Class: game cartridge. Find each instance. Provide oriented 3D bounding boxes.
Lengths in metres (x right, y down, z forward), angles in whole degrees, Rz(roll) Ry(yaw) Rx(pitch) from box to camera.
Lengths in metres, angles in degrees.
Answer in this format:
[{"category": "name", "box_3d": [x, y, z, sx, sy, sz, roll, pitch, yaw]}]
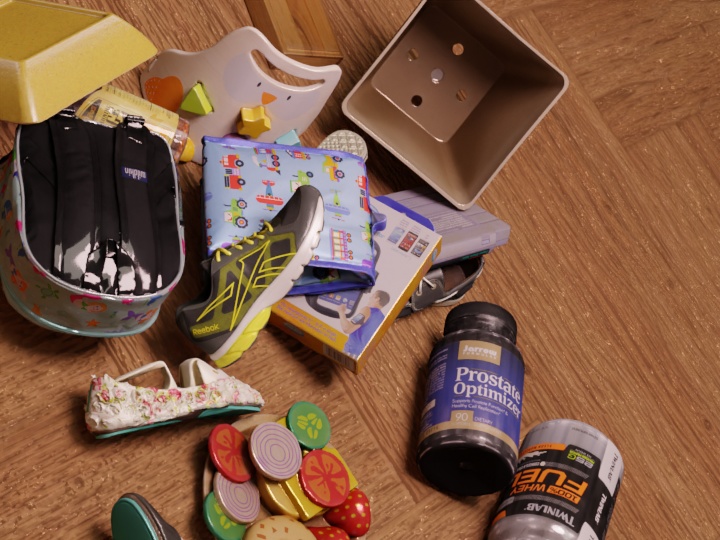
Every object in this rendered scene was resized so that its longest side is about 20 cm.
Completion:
[{"category": "game cartridge", "box_3d": [0.070, -0.049, 1.708, 0.199, 0.039, 0.129, -15, 43, -43]}]

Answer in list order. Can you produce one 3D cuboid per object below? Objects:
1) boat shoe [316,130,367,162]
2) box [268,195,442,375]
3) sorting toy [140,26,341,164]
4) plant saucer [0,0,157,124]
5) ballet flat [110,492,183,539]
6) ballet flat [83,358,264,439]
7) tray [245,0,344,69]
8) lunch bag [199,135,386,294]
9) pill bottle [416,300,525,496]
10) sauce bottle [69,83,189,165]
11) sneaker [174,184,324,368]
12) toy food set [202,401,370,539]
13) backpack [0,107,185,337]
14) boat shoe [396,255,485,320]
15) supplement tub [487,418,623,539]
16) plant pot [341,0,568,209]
[{"category": "boat shoe", "box_3d": [-0.064, -0.081, 1.641, 0.074, 0.063, 0.200, 35, 56, 15]}, {"category": "box", "box_3d": [0.000, 0.000, 1.572, 0.118, 0.042, 0.201, 28, 68, 15]}, {"category": "sorting toy", "box_3d": [-0.116, -0.190, 1.587, 0.198, 0.180, 0.108, 20, 50, -28]}, {"category": "plant saucer", "box_3d": [-0.334, -0.217, 1.425, 0.198, 0.049, 0.200, 15, 35, 26]}, {"category": "ballet flat", "box_3d": [-0.167, 0.293, 1.302, 0.068, 0.068, 0.202, -7, 77, -53]}, {"category": "ballet flat", "box_3d": [-0.176, 0.117, 1.398, 0.199, 0.075, 0.065, -4, 82, -43]}, {"category": "tray", "box_3d": [-0.097, -0.344, 1.815, 0.098, 0.037, 0.202, -4, 65, -42]}, {"category": "lunch bag", "box_3d": [-0.069, -0.056, 1.541, 0.197, 0.094, 0.152, -1, 58, -8]}, {"category": "pill bottle", "box_3d": [0.126, 0.138, 1.617, 0.111, 0.112, 0.202, 29, 47, -22]}, {"category": "sauce bottle", "box_3d": [-0.277, -0.165, 1.517, 0.198, 0.066, 0.067, 21, 50, -18]}, {"category": "sneaker", "box_3d": [-0.108, -0.005, 1.427, 0.084, 0.074, 0.201, 33, 84, -15]}, {"category": "toy food set", "box_3d": [-0.072, 0.228, 1.433, 0.199, 0.049, 0.199, -28, 82, -47]}, {"category": "backpack", "box_3d": [-0.259, -0.032, 1.376, 0.176, 0.151, 0.202, 7, 49, -29]}, {"category": "boat shoe", "box_3d": [0.063, 0.011, 1.687, 0.199, 0.068, 0.072, -12, 71, -43]}, {"category": "supplement tub", "box_3d": [0.210, 0.271, 1.590, 0.122, 0.122, 0.201, 40, 43, -11]}, {"category": "plant pot", "box_3d": [0.104, -0.226, 1.780, 0.199, 0.201, 0.177, 38, 8, -13]}]
